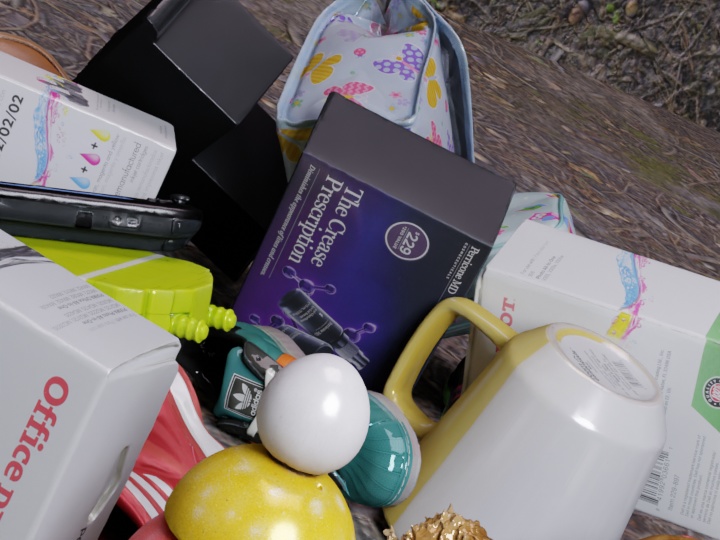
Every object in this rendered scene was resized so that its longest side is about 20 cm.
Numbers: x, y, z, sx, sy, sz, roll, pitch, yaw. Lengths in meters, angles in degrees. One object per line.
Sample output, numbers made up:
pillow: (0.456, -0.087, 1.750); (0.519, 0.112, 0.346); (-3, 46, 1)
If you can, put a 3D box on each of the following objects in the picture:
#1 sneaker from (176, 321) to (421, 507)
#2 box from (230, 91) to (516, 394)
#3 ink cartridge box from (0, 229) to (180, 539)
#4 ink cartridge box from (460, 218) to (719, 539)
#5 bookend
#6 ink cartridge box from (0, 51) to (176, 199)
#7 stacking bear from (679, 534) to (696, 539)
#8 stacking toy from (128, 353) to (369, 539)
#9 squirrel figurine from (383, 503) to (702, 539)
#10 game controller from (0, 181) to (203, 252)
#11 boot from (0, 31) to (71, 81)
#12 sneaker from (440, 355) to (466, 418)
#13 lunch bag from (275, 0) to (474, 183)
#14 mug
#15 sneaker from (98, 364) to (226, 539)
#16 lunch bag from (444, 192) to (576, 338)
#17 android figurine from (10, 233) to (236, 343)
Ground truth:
sneaker: (-0.047, 0.091, 1.265); (0.080, 0.072, 0.199); (9, 16, -44)
box: (0.000, 0.000, 1.361); (0.140, 0.201, 0.079); (24, 41, -3)
ink cartridge box: (-0.207, 0.053, 0.956); (0.199, 0.146, 0.083); (30, 14, 13)
ink cartridge box: (0.174, 0.071, 1.326); (0.198, 0.146, 0.088); (17, 33, 17)
bookend: (-0.101, -0.113, 1.488); (0.199, 0.092, 0.200); (44, -30, -11)
ink cartridge box: (-0.242, -0.082, 1.405); (0.199, 0.116, 0.068); (22, 15, -13)
stacking bear: (0.245, 0.218, 1.255); (0.120, 0.115, 0.200); (1, -3, 15)
stacking toy: (-0.046, 0.129, 0.872); (0.145, 0.201, 0.146); (25, 15, -7)
squirrel figurine: (0.090, 0.208, 1.038); (0.199, 0.143, 0.186); (20, 19, 37)
game controller: (-0.206, -0.045, 1.321); (0.198, 0.043, 0.104); (7, 11, -19)
boot: (-0.265, -0.122, 1.591); (0.199, 0.074, 0.155); (23, 19, -6)
sneaker: (0.102, 0.091, 1.472); (0.076, 0.084, 0.200); (23, 15, -12)
lunch bag: (0.019, -0.096, 1.465); (0.126, 0.171, 0.201); (1, 36, 11)
mug: (0.098, 0.107, 1.243); (0.186, 0.154, 0.149); (33, 21, 4)
sneaker: (-0.143, 0.089, 1.083); (0.115, 0.079, 0.200); (11, 21, -49)
lunch bag: (0.073, 0.006, 1.553); (0.198, 0.078, 0.161); (-16, 14, 7)
android figurine: (-0.178, 0.009, 1.282); (0.198, 0.041, 0.182); (15, 11, 15)
